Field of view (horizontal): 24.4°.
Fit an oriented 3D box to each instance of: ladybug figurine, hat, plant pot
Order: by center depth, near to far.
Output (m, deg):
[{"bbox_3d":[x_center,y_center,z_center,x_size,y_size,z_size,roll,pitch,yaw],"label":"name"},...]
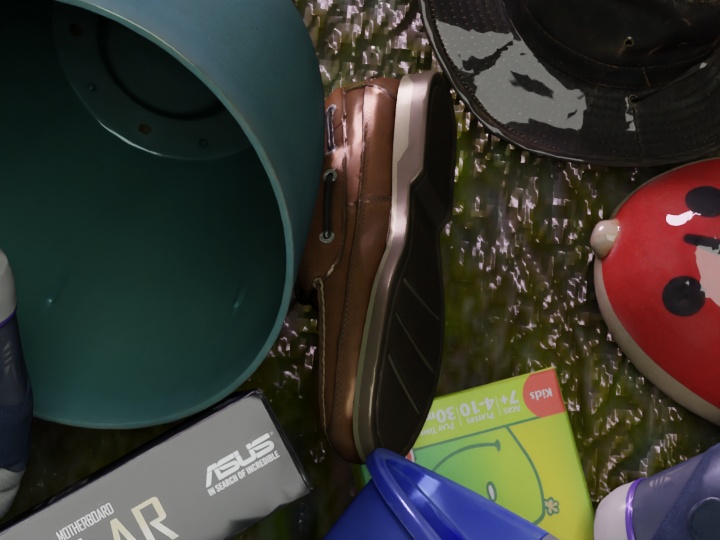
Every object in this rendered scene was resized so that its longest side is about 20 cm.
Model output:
[{"bbox_3d":[-0.103,-0.062,0.715,0.199,0.202,0.162,23,37,0],"label":"plant pot"},{"bbox_3d":[0.205,0.012,0.787,0.197,0.072,0.137,14,80,-1],"label":"ladybug figurine"},{"bbox_3d":[0.129,-0.145,0.794,0.198,0.081,0.203,3,75,-12],"label":"hat"}]

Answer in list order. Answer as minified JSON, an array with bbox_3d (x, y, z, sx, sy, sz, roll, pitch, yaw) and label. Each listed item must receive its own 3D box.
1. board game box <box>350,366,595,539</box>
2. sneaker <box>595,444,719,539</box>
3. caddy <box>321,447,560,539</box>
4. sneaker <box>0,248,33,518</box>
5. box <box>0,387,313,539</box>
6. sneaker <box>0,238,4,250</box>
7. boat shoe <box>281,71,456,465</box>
[{"bbox_3d":[0.065,0.156,0.764,0.100,0.048,0.202,-13,81,-7],"label":"board game box"},{"bbox_3d":[0.197,0.166,0.706,0.145,0.080,0.202,-21,92,34],"label":"sneaker"},{"bbox_3d":[0.059,0.158,0.657,0.105,0.141,0.200,-45,70,5],"label":"caddy"},{"bbox_3d":[-0.230,0.051,0.675,0.197,0.081,0.148,8,119,4],"label":"sneaker"},{"bbox_3d":[-0.105,0.106,0.683,0.159,0.200,0.044,-29,89,-8],"label":"box"},{"bbox_3d":[-0.241,0.051,0.747,0.198,0.074,0.117,-25,80,-10],"label":"sneaker"},{"bbox_3d":[0.000,0.000,0.765,0.067,0.072,0.202,-3,54,19],"label":"boat shoe"}]
